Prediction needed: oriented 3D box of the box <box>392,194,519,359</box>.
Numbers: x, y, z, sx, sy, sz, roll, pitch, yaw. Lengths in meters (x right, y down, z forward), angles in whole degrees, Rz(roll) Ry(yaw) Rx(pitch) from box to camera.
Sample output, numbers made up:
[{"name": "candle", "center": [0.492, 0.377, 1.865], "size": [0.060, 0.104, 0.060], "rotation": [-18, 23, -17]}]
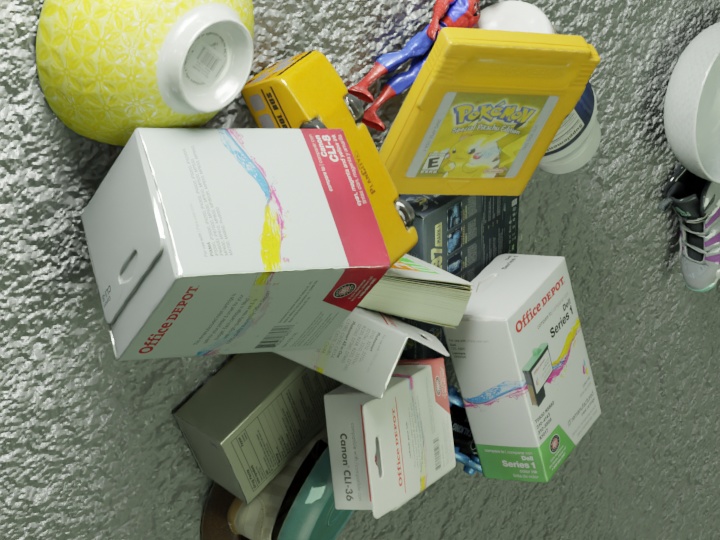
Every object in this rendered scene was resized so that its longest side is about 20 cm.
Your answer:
[{"name": "box", "center": [0.102, -0.016, 1.857], "size": [0.157, 0.051, 0.201], "rotation": [-33, 136, -35]}]

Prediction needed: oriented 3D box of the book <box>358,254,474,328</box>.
[{"name": "book", "center": [0.000, 0.000, 1.675], "size": [0.200, 0.133, 0.048], "rotation": [10, 106, -53]}]

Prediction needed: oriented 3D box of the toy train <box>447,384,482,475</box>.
[{"name": "toy train", "center": [0.085, 0.161, 1.899], "size": [0.200, 0.114, 0.087], "rotation": [26, 90, -54]}]

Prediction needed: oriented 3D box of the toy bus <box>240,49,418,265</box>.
[{"name": "toy bus", "center": [-0.026, -0.093, 1.550], "size": [0.065, 0.078, 0.201], "rotation": [-42, 112, -43]}]

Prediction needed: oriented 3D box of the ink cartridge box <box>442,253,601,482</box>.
[{"name": "ink cartridge box", "center": [0.174, 0.102, 1.839], "size": [0.145, 0.084, 0.201], "rotation": [-42, 124, -46]}]

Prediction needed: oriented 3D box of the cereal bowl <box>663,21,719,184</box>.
[{"name": "cereal bowl", "center": [0.431, -0.210, 2.093], "size": [0.200, 0.083, 0.201], "rotation": [-21, 121, -40]}]

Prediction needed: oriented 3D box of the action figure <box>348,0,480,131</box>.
[{"name": "action figure", "center": [0.072, -0.221, 1.691], "size": [0.200, 0.052, 0.066], "rotation": [-49, 137, -20]}]

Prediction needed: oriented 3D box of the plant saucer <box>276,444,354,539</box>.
[{"name": "plant saucer", "center": [-0.026, 0.228, 1.768], "size": [0.200, 0.027, 0.200], "rotation": [-54, 164, -23]}]

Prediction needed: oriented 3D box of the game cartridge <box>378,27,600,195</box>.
[{"name": "game cartridge", "center": [0.121, -0.150, 1.677], "size": [0.176, 0.033, 0.200], "rotation": [-1, 141, -27]}]

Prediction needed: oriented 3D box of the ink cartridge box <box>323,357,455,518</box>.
[{"name": "ink cartridge box", "center": [0.022, 0.161, 1.675], "size": [0.200, 0.067, 0.117], "rotation": [-20, 105, -65]}]

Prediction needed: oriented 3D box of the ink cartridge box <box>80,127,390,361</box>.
[{"name": "ink cartridge box", "center": [-0.108, -0.023, 1.439], "size": [0.199, 0.145, 0.145], "rotation": [-3, 151, -33]}]

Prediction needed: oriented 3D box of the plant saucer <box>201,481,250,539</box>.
[{"name": "plant saucer", "center": [-0.082, 0.240, 1.818], "size": [0.200, 0.034, 0.201], "rotation": [-28, 132, -36]}]

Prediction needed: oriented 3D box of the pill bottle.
[{"name": "pill bottle", "center": [0.180, -0.182, 1.790], "size": [0.111, 0.111, 0.200], "rotation": [-56, 144, -7]}]

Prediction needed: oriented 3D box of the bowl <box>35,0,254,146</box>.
[{"name": "bowl", "center": [-0.150, -0.181, 1.394], "size": [0.200, 0.107, 0.201], "rotation": [-30, 134, -36]}]

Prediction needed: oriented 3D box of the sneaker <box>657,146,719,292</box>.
[{"name": "sneaker", "center": [0.420, -0.068, 2.197], "size": [0.140, 0.078, 0.201], "rotation": [-4, 107, -47]}]

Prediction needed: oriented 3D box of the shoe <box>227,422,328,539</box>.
[{"name": "shoe", "center": [-0.053, 0.197, 1.750], "size": [0.200, 0.053, 0.070], "rotation": [-50, 135, -23]}]

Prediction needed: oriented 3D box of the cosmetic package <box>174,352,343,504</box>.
[{"name": "cosmetic package", "center": [-0.079, 0.120, 1.707], "size": [0.200, 0.073, 0.104], "rotation": [-43, 140, -24]}]

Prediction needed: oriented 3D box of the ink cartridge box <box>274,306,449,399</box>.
[{"name": "ink cartridge box", "center": [-0.025, 0.058, 1.607], "size": [0.115, 0.199, 0.068], "rotation": [-123, -122, -81]}]
